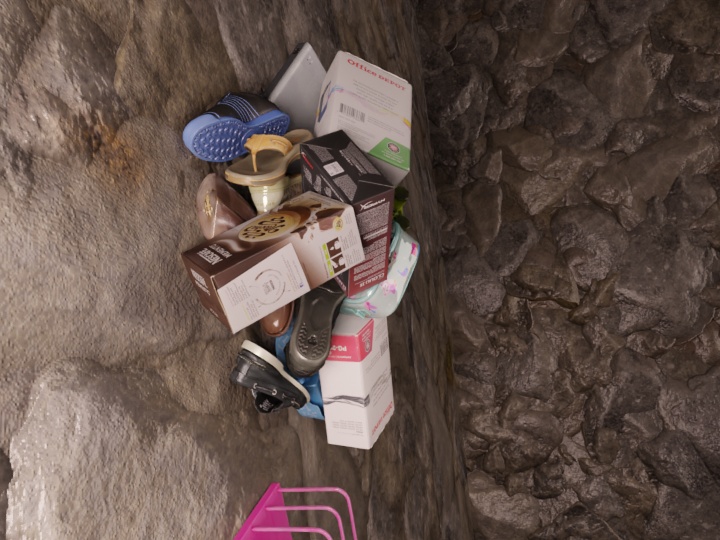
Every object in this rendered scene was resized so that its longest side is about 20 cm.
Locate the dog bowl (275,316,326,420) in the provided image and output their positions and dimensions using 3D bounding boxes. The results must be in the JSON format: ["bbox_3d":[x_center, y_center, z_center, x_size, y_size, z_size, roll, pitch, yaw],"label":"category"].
[{"bbox_3d":[-0.091,0.167,1.021,0.112,0.048,0.203,-72,150,-57],"label":"dog bowl"}]

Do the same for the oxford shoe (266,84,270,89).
[{"bbox_3d":[-0.124,-0.243,1.093,0.200,0.069,0.076,51,47,-50],"label":"oxford shoe"}]

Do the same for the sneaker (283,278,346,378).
[{"bbox_3d":[-0.071,0.077,0.921,0.115,0.075,0.202,120,-15,-50],"label":"sneaker"}]

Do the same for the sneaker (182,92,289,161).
[{"bbox_3d":[-0.187,-0.210,0.850,0.199,0.077,0.071,-30,152,-55],"label":"sneaker"}]

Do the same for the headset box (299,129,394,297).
[{"bbox_3d":[-0.023,-0.074,0.873,0.149,0.074,0.202,52,-26,36],"label":"headset box"}]

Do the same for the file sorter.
[{"bbox_3d":[-0.086,0.398,0.791,0.200,0.123,0.142,-41,122,-71],"label":"file sorter"}]

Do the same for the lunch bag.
[{"bbox_3d":[0.000,0.000,1.008,0.077,0.198,0.162,40,67,-31],"label":"lunch bag"}]

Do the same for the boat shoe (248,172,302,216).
[{"bbox_3d":[-0.120,-0.116,0.918,0.200,0.072,0.064,-35,122,-71],"label":"boat shoe"}]

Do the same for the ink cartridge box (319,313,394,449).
[{"bbox_3d":[-0.006,0.180,1.035,0.145,0.083,0.205,-36,123,-64],"label":"ink cartridge box"}]

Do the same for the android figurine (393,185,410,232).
[{"bbox_3d":[0.049,-0.068,1.145,0.201,0.040,0.186,119,-26,-59],"label":"android figurine"}]

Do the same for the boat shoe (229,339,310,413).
[{"bbox_3d":[-0.131,0.171,0.860,0.067,0.073,0.200,-59,157,-20],"label":"boat shoe"}]

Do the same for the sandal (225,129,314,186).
[{"bbox_3d":[-0.126,-0.171,0.840,0.200,0.079,0.055,-52,144,-50],"label":"sandal"}]

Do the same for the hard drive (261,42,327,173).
[{"bbox_3d":[-0.112,-0.260,1.015,0.202,0.032,0.140,-61,140,-22],"label":"hard drive"}]

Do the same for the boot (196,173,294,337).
[{"bbox_3d":[-0.163,-0.016,0.837,0.200,0.063,0.190,48,29,-65],"label":"boot"}]

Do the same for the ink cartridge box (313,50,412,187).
[{"bbox_3d":[0.004,-0.238,0.970,0.088,0.143,0.204,-45,-148,50],"label":"ink cartridge box"}]

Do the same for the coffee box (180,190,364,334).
[{"bbox_3d":[-0.108,-0.018,0.753,0.198,0.112,0.081,-30,121,-25],"label":"coffee box"}]
